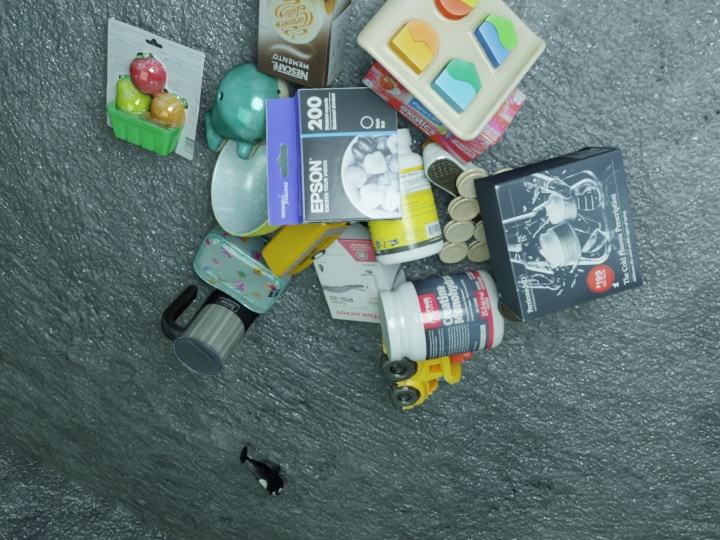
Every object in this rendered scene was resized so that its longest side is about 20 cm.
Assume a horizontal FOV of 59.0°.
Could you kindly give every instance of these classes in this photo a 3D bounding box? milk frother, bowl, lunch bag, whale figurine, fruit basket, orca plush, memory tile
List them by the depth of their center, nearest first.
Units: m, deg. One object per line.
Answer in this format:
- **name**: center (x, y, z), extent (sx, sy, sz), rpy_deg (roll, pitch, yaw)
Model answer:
- **memory tile**: center (0.208, -0.084, 1.014), extent (0.153, 0.017, 0.200), rpy_deg (-4, 140, -11)
- **whale figurine**: center (-0.206, -0.259, 1.035), extent (0.200, 0.104, 0.160), rpy_deg (-11, 81, 42)
- **bowl**: center (-0.159, -0.150, 1.116), extent (0.200, 0.201, 0.108), rpy_deg (-17, 162, 36)
- **fruit basket**: center (-0.362, -0.316, 1.119), extent (0.185, 0.094, 0.201), rpy_deg (22, 119, 7)
- **lunch bag**: center (-0.242, -0.001, 1.323), extent (0.200, 0.077, 0.160), rpy_deg (36, 135, -6)
- **milk frother**: center (-0.334, 0.148, 1.421), extent (0.180, 0.188, 0.200), rpy_deg (13, 133, 17)
- **orca plush**: center (-0.276, 0.587, 1.883), extent (0.200, 0.071, 0.105), rpy_deg (55, 174, -18)

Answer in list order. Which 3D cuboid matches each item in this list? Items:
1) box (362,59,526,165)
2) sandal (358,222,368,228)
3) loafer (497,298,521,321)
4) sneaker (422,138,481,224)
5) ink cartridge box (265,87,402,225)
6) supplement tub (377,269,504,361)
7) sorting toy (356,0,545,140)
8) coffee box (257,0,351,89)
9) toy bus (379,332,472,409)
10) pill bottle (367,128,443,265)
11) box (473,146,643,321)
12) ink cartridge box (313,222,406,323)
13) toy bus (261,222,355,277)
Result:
- **box**: center (0.115, -0.255, 0.892), extent (0.200, 0.096, 0.100), rpy_deg (38, 163, -8)
- **sandal**: center (-0.001, -0.119, 1.098), extent (0.199, 0.076, 0.043), rpy_deg (18, 173, 11)
- **loafer**: center (0.303, 0.007, 1.014), extent (0.073, 0.071, 0.200), rpy_deg (31, 99, -12)
- **sneaker**: center (0.172, -0.145, 1.014), extent (0.073, 0.085, 0.200), rpy_deg (-35, 129, 23)
- **ink cartridge box**: center (-0.042, -0.168, 0.935), extent (0.199, 0.199, 0.043), rpy_deg (-3, 175, 0)
- **supplement tub**: center (0.139, 0.081, 1.117), extent (0.199, 0.141, 0.141), rpy_deg (-10, 129, -4)
- **sorting toy**: center (0.123, -0.298, 0.823), extent (0.200, 0.185, 0.036), rpy_deg (39, 170, -8)
- **coffee box**: center (-0.079, -0.377, 0.913), extent (0.114, 0.080, 0.200), rpy_deg (20, 134, 10)
- **toy bus**: center (0.144, 0.169, 1.263), extent (0.191, 0.136, 0.200), rpy_deg (-7, 129, 11)
- **pill bottle**: center (0.058, -0.117, 1.014), extent (0.112, 0.112, 0.201), rpy_deg (-10, 97, 32)
- **box**: center (0.280, -0.055, 0.908), extent (0.181, 0.104, 0.201), rpy_deg (-16, 104, -2)
- **ink cartridge box**: center (0.000, 0.000, 1.200), extent (0.146, 0.083, 0.200), rpy_deg (3, 130, 26)
- **toy bus**: center (-0.081, -0.070, 1.082), extent (0.200, 0.078, 0.065), rpy_deg (-41, 72, 38)
